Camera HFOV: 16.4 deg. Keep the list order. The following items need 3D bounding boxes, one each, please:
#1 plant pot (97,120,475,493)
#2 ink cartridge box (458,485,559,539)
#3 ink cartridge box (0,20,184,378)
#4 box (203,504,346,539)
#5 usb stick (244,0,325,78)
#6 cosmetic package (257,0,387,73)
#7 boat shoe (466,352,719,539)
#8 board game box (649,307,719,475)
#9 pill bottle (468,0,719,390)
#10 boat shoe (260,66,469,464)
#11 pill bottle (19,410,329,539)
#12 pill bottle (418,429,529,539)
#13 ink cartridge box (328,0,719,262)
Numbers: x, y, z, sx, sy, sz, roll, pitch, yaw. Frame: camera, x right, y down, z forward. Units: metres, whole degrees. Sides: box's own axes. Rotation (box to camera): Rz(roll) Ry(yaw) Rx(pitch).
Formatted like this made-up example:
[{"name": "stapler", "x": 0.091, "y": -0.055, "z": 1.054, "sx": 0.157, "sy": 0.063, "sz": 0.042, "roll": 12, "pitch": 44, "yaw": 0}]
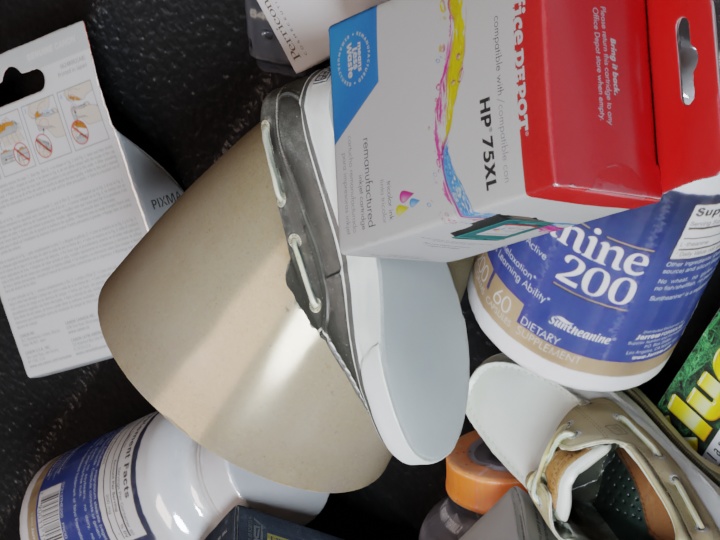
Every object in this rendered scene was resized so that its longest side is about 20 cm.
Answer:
[{"name": "plant pot", "x": -0.013, "y": -0.018, "z": 1.346, "sx": 0.187, "sy": 0.187, "sz": 0.200, "roll": 42, "pitch": 116, "yaw": 19}, {"name": "ink cartridge box", "x": 0.107, "y": 0.232, "z": 1.300, "sx": 0.200, "sy": 0.086, "sz": 0.148, "roll": 39, "pitch": 106, "yaw": -17}, {"name": "ink cartridge box", "x": -0.176, "y": -0.044, "z": 1.556, "sx": 0.160, "sy": 0.047, "sz": 0.201, "roll": -15, "pitch": 93, "yaw": 44}, {"name": "box", "x": -0.050, "y": 0.229, "z": 1.498, "sx": 0.157, "sy": 0.051, "sz": 0.200, "roll": 20, "pitch": 137, "yaw": -22}, {"name": "usb stick", "x": -0.047, "y": -0.205, "z": 1.373, "sx": 0.055, "sy": 0.033, "sz": 0.201, "roll": 12, "pitch": 117, "yaw": 36}, {"name": "cosmetic package", "x": 0.020, "y": -0.182, "z": 1.232, "sx": 0.108, "sy": 0.085, "sz": 0.200, "roll": 60, "pitch": 148, "yaw": -4}, {"name": "boat shoe", "x": 0.120, "y": 0.099, "z": 1.254, "sx": 0.200, "sy": 0.068, "sz": 0.075, "roll": 32, "pitch": 109, "yaw": 36}, {"name": "board game box", "x": 0.196, "y": 0.085, "z": 1.250, "sx": 0.105, "sy": 0.023, "sz": 0.200, "roll": 44, "pitch": 116, "yaw": 33}, {"name": "pill bottle", "x": 0.134, "y": -0.048, "z": 1.221, "sx": 0.111, "sy": 0.111, "sz": 0.200, "roll": 38, "pitch": 130, "yaw": 22}, {"name": "boat shoe", "x": 0.000, "y": 0.000, "z": 1.239, "sx": 0.064, "sy": 0.071, "sz": 0.201, "roll": -15, "pitch": 88, "yaw": 40}, {"name": "pill bottle", "x": -0.111, "y": 0.140, "z": 1.530, "sx": 0.200, "sy": 0.111, "sz": 0.111, "roll": -25, "pitch": 92, "yaw": 45}, {"name": "pill bottle", "x": 0.086, "y": 0.188, "z": 1.385, "sx": 0.106, "sy": 0.106, "sz": 0.201, "roll": 14, "pitch": 117, "yaw": 36}, {"name": "ink cartridge box", "x": 0.071, "y": -0.079, "z": 1.136, "sx": 0.200, "sy": 0.067, "sz": 0.117, "roll": -18, "pitch": 72, "yaw": 51}]
